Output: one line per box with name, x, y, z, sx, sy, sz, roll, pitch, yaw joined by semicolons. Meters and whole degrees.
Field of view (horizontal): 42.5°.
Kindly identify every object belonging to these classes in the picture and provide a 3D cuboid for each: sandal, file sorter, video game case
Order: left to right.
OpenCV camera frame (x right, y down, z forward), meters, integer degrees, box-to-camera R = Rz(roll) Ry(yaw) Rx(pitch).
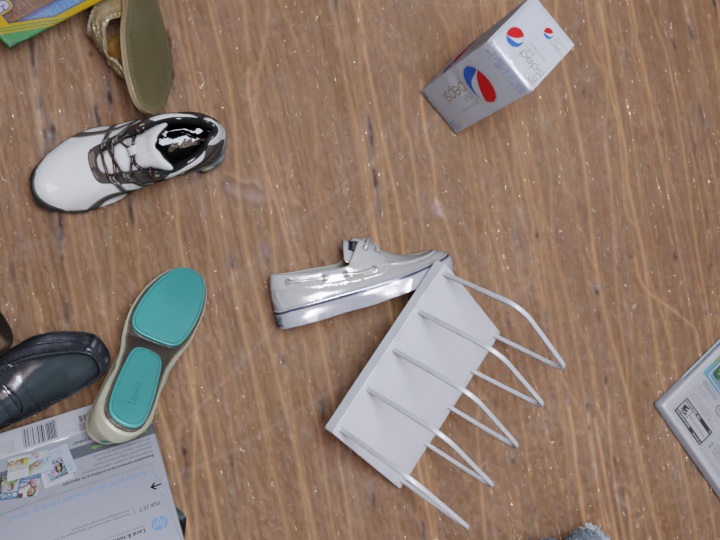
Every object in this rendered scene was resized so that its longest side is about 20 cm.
sandal;-0.237;-0.247;0.917;0.068;0.077;0.217;-11;77;22
file sorter;0.093;0.125;0.915;0.202;0.123;0.139;-55;134;-11
video game case;0.465;0.178;1.091;0.181;0.024;0.201;-39;96;-14

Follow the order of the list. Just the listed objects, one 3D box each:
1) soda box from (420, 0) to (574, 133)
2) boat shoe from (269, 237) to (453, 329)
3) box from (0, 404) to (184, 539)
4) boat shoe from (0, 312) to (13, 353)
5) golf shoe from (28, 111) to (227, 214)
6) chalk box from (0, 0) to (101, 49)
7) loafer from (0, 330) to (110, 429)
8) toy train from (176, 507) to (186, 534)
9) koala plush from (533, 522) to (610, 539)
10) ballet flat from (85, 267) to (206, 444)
soda box;0.131;-0.201;0.933;0.068;0.200;0.064;-45;99;-12
boat shoe;0.000;0.000;0.957;0.196;0.071;0.071;-16;93;-9
box;-0.245;0.208;0.820;0.153;0.201;0.042;-17;130;-15
boat shoe;-0.407;0.006;0.847;0.075;0.072;0.202;-33;95;-3
golf shoe;-0.223;-0.113;0.889;0.196;0.094;0.079;-22;93;-14
chalk box;-0.277;-0.322;0.836;0.197;0.124;0.126;-26;71;-1
loafer;-0.319;0.112;0.830;0.196;0.071;0.069;-19;122;5
toy train;-0.228;0.309;0.870;0.112;0.085;0.205;8;85;-24
koala plush;0.206;0.370;0.945;0.173;0.184;0.205;-4;76;-15
ballet flat;-0.206;0.082;0.885;0.069;0.070;0.202;31;46;-11
